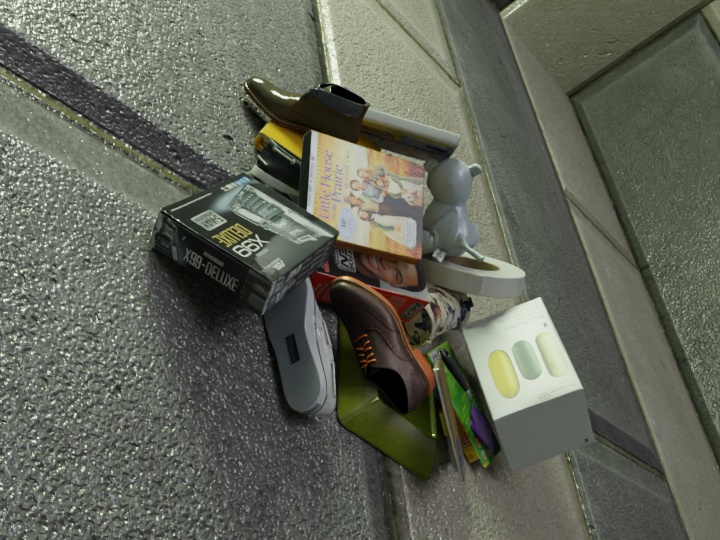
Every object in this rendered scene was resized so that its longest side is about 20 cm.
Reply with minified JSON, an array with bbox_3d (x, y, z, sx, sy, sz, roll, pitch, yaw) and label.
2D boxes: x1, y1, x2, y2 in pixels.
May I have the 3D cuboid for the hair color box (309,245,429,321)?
[{"bbox_3d":[0.000,0.000,1.125,0.196,0.061,0.104,15,48,-32],"label":"hair color box"}]

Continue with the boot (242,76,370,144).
[{"bbox_3d":[-0.079,-0.261,1.185,0.197,0.098,0.075,32,31,-5],"label":"boot"}]

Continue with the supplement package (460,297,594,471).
[{"bbox_3d":[0.274,0.186,1.287,0.202,0.148,0.152,-104,171,-48],"label":"supplement package"}]

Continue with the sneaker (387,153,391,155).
[{"bbox_3d":[0.060,-0.124,1.388,0.087,0.073,0.203,43,31,-30],"label":"sneaker"}]

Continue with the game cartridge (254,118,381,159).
[{"bbox_3d":[-0.062,-0.195,1.238,0.174,0.033,0.201,33,30,-4],"label":"game cartridge"}]

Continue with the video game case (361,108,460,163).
[{"bbox_3d":[0.066,-0.232,1.343,0.195,0.023,0.182,16,-3,0],"label":"video game case"}]

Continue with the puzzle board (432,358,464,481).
[{"bbox_3d":[0.127,0.211,1.139,0.200,0.017,0.155,16,62,-82],"label":"puzzle board"}]

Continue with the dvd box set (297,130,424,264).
[{"bbox_3d":[0.004,-0.100,1.099,0.196,0.029,0.150,13,72,-31],"label":"dvd box set"}]

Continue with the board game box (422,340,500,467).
[{"bbox_3d":[0.165,0.221,1.283,0.203,0.030,0.095,61,28,7],"label":"board game box"}]

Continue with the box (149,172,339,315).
[{"bbox_3d":[-0.132,-0.039,0.936,0.156,0.051,0.200,31,27,10],"label":"box"}]

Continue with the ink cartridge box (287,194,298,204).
[{"bbox_3d":[-0.046,-0.089,1.214,0.201,0.039,0.100,52,29,-14],"label":"ink cartridge box"}]

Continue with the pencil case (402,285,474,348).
[{"bbox_3d":[0.123,0.075,1.296,0.090,0.078,0.199,47,24,14],"label":"pencil case"}]

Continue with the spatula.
[{"bbox_3d":[0.170,0.201,1.243,0.203,0.020,0.057,63,24,-26],"label":"spatula"}]

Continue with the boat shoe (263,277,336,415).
[{"bbox_3d":[-0.073,0.086,0.979,0.065,0.072,0.205,35,41,-57],"label":"boat shoe"}]

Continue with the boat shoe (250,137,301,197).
[{"bbox_3d":[-0.058,-0.121,1.117,0.197,0.061,0.076,26,10,-16],"label":"boat shoe"}]

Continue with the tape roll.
[{"bbox_3d":[0.195,0.003,1.386,0.202,0.199,0.038,-14,117,-61],"label":"tape roll"}]

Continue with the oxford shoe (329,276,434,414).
[{"bbox_3d":[0.021,0.097,1.026,0.201,0.071,0.072,51,38,0],"label":"oxford shoe"}]

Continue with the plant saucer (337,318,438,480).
[{"bbox_3d":[0.049,0.166,1.117,0.199,0.047,0.203,40,34,-34],"label":"plant saucer"}]

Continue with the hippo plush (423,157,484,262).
[{"bbox_3d":[0.132,-0.111,1.345,0.200,0.155,0.166,-56,144,-78],"label":"hippo plush"}]
